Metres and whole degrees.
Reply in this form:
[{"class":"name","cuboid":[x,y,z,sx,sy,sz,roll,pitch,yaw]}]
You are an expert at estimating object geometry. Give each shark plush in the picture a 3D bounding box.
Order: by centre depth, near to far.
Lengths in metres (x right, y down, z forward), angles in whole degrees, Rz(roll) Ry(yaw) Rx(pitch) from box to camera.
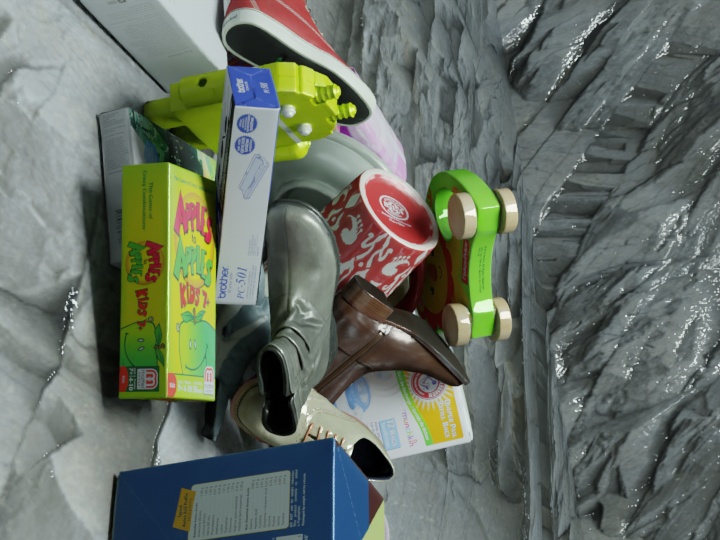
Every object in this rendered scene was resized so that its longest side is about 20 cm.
[{"class":"shark plush","cuboid":[-0.106,0.073,1.512,0.091,0.083,0.201,-52,-167,52]}]

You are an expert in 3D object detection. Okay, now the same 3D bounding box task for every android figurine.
[{"class":"android figurine","cuboid":[-0.106,-0.154,1.496,0.182,0.199,0.041,47,39,-65]}]

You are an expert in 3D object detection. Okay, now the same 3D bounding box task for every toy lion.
[{"class":"toy lion","cuboid":[0.097,-0.019,1.652,0.192,0.068,0.201,-132,-142,-57]}]

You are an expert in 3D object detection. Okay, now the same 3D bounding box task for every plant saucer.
[{"class":"plant saucer","cuboid":[-0.040,-0.070,1.706,0.050,0.199,0.201,-56,137,-39]}]

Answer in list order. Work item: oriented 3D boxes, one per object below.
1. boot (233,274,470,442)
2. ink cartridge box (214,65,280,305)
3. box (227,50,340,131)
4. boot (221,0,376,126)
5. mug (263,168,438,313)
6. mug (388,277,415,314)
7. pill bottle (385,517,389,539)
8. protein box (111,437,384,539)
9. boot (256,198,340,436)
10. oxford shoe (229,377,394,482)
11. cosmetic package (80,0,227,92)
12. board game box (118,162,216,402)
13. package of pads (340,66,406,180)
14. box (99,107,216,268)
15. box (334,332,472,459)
[{"class":"boot","cuboid":[-0.011,0.123,1.592,0.186,0.200,0.064,38,13,-21]},{"class":"ink cartridge box","cuboid":[-0.110,-0.077,1.406,0.094,0.044,0.201,-107,-158,-59]},{"class":"box","cuboid":[-0.100,-0.196,1.719,0.200,0.099,0.096,56,28,-55]},{"class":"boot","cuboid":[-0.055,-0.253,1.612,0.200,0.072,0.145,36,44,-32]},{"class":"mug","cuboid":[-0.008,-0.009,1.640,0.177,0.200,0.134,-11,62,-53]},{"class":"mug","cuboid":[0.004,0.032,1.863,0.153,0.148,0.188,61,29,-66]},{"class":"pill bottle","cuboid":[-0.049,0.262,1.574,0.200,0.112,0.113,45,38,-63]},{"class":"protein box","cuboid":[-0.093,0.268,1.265,0.135,0.199,0.200,56,28,-53]},{"class":"boot","cuboid":[-0.064,0.046,1.426,0.131,0.067,0.201,-64,151,-57]},{"class":"oxford shoe","cuboid":[-0.041,0.160,1.516,0.199,0.074,0.071,24,93,-39]},{"class":"cosmetic package","cuboid":[-0.199,-0.263,1.480,0.200,0.074,0.102,51,32,-63]},{"class":"board game box","cuboid":[-0.168,0.013,1.342,0.102,0.047,0.201,18,71,-70]},{"class":"package of pads","cuboid":[-0.026,-0.169,1.916,0.200,0.120,0.076,52,31,-58]},{"class":"box","cuboid":[-0.185,-0.059,1.458,0.200,0.036,0.145,31,51,-70]},{"class":"box","cuboid":[0.015,0.147,1.683,0.101,0.199,0.113,-82,160,-81]}]
